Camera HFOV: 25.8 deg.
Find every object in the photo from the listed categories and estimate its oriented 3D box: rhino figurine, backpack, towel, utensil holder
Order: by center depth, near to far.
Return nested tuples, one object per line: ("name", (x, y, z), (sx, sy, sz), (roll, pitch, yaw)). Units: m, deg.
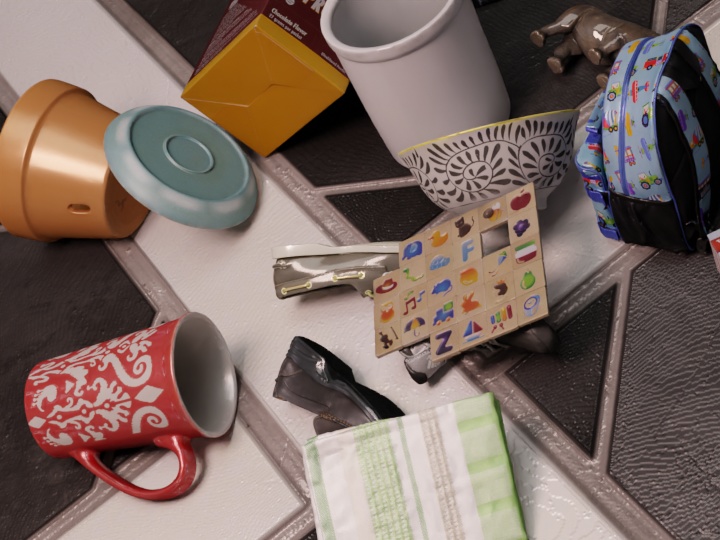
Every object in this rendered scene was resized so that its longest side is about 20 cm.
("towel", (0.050, 0.210, 1.480), (0.198, 0.031, 0.151), (-15, 74, 13))
("backpack", (0.296, -0.142, 1.573), (0.133, 0.201, 0.184), (7, 55, 33))
("rhino figurine", (0.294, -0.249, 1.775), (0.087, 0.060, 0.199), (-40, 46, -25))
("utensil holder", (0.067, -0.236, 1.787), (0.168, 0.201, 0.171), (-15, 45, 15))

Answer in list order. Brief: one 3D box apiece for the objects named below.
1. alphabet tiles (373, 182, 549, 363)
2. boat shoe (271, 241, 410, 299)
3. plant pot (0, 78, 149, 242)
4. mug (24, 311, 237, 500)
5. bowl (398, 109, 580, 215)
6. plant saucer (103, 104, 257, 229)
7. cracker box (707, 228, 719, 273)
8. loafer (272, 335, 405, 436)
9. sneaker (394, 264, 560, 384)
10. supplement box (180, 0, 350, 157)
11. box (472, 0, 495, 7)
("alphabet tiles", (0.096, 0.014, 1.580), (0.199, 0.008, 0.169), (-25, 46, 26))
("boat shoe", (0.001, 0.000, 1.709), (0.199, 0.072, 0.061), (-1, 90, 13))
("plant pot", (-0.339, -0.123, 1.930), (0.139, 0.201, 0.201), (14, 57, 18))
("mug", (-0.252, 0.146, 1.667), (0.198, 0.134, 0.179), (-13, 44, 23))
("bowl", (0.147, -0.103, 1.673), (0.198, 0.095, 0.201), (-14, 0, 0))
("plant saucer", (-0.208, -0.131, 1.865), (0.028, 0.198, 0.201), (-55, 29, 37))
("cracker box", (0.425, 0.019, 1.458), (0.133, 0.058, 0.201), (-25, 44, 5))
("loafer", (-0.016, 0.145, 1.590), (0.200, 0.073, 0.073), (38, 99, 45))
("sneaker", (0.105, 0.075, 1.583), (0.199, 0.075, 0.116), (23, 72, 49))
("supplement box", (-0.087, -0.285, 1.906), (0.197, 0.132, 0.201), (-32, 30, 51))
("box", (0.082, -0.387, 2.031), (0.198, 0.044, 0.161), (-16, 45, 15))
